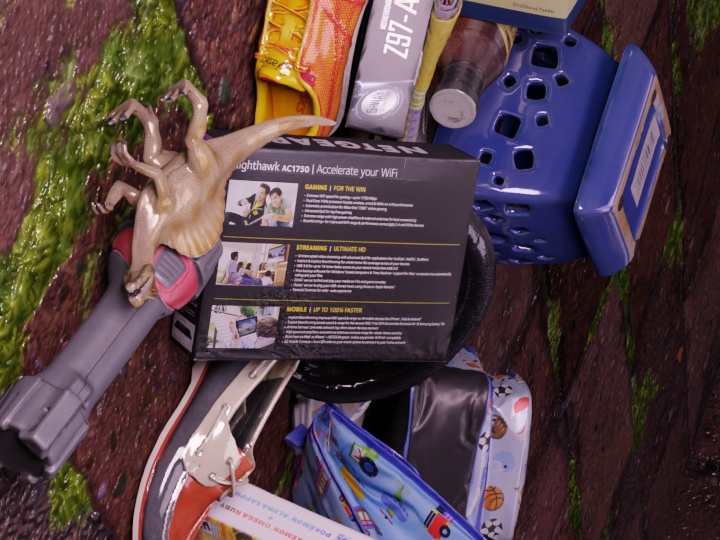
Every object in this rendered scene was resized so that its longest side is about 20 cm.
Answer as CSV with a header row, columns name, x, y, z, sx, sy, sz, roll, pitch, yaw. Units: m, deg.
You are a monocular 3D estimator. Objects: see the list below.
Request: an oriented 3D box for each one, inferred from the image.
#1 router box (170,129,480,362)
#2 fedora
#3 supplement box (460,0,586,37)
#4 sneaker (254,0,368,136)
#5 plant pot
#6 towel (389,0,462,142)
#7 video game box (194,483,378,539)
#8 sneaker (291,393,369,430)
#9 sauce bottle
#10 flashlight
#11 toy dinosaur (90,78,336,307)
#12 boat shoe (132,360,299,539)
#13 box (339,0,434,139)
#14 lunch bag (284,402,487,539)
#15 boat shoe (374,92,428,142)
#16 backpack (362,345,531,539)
name,x,y,z,sx,sy,sz,roll,pitch,yaw
router box,-0.023,-0.015,1.385,0.199,0.051,0.150,2,106,-28
fedora,0.000,0.000,1.513,0.092,0.199,0.202,-108,-163,-57
supplement box,0.142,-0.342,1.679,0.201,0.133,0.200,85,26,-42
sneaker,-0.037,-0.167,1.389,0.077,0.072,0.202,-43,141,-55
plant pot,0.183,-0.113,1.884,0.200,0.178,0.201,54,52,-64
towel,0.049,-0.155,1.539,0.144,0.023,0.201,-82,-174,-52
video game box,-0.035,0.255,1.508,0.047,0.181,0.201,-53,150,-36
sneaker,0.000,0.081,1.628,0.076,0.091,0.201,-50,148,-52
sauce bottle,0.098,-0.194,1.720,0.201,0.065,0.066,-70,162,-45
flashlight,-0.158,0.041,1.211,0.200,0.068,0.068,-56,152,-36
toy dinosaur,-0.105,-0.062,1.224,0.200,0.058,0.102,-50,122,-34
boat shoe,-0.100,0.122,1.420,0.071,0.062,0.201,69,40,-61
box,0.023,-0.179,1.486,0.200,0.043,0.162,-112,-146,-85
lunch bag,0.005,0.204,1.591,0.094,0.200,0.151,-35,162,-23
boat shoe,0.047,-0.074,1.698,0.072,0.067,0.202,-37,133,-60
backpack,0.067,0.146,1.751,0.191,0.153,0.202,-130,-130,-72
